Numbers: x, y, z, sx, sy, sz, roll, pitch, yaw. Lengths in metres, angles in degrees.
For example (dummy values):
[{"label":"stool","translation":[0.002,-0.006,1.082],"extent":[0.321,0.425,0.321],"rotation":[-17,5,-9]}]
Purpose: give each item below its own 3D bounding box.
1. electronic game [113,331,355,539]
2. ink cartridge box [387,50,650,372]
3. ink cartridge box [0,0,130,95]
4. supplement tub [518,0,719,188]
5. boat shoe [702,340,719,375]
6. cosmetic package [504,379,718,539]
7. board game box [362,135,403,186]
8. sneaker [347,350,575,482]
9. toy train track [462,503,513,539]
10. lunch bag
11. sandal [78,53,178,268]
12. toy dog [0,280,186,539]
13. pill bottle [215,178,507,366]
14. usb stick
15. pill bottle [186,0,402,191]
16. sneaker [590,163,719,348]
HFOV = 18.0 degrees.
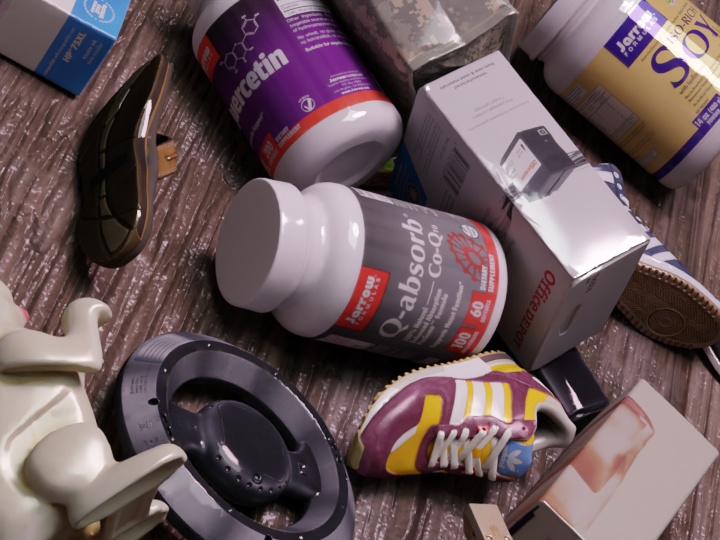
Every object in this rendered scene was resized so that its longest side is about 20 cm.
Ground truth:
[{"label":"electronic game","translation":[-0.083,0.125,1.543],"extent":[0.199,0.042,0.201],"rotation":[32,33,-24]},{"label":"ink cartridge box","translation":[0.120,-0.045,1.771],"extent":[0.083,0.145,0.200],"rotation":[-27,68,-25]},{"label":"ink cartridge box","translation":[-0.273,-0.233,1.716],"extent":[0.199,0.067,0.117],"rotation":[29,38,-16]},{"label":"supplement tub","translation":[0.259,-0.188,2.081],"extent":[0.200,0.146,0.146],"rotation":[40,37,-2]},{"label":"boat shoe","translation":[0.375,0.102,1.961],"extent":[0.200,0.060,0.074],"rotation":[48,38,9]},{"label":"cosmetic package","translation":[0.172,0.176,1.671],"extent":[0.087,0.103,0.200],"rotation":[45,35,4]},{"label":"board game box","translation":[-0.007,-0.154,1.909],"extent":[0.095,0.030,0.201],"rotation":[2,54,-41]},{"label":"sneaker","translation":[0.077,0.117,1.651],"extent":[0.090,0.075,0.199],"rotation":[38,36,27]},{"label":"toy train track","translation":[0.108,0.237,1.474],"extent":[0.114,0.033,0.201],"rotation":[5,41,-30]},{"label":"lunch bag","translation":[0.040,-0.204,1.836],"extent":[0.117,0.200,0.164],"rotation":[-30,73,-11]},{"label":"sandal","translation":[-0.160,-0.074,1.652],"extent":[0.055,0.082,0.201],"rotation":[37,32,-33]},{"label":"toy dog","translation":[-0.227,0.092,1.396],"extent":[0.193,0.140,0.200],"rotation":[-31,74,-14]},{"label":"pill bottle","translation":[0.000,0.000,1.684],"extent":[0.199,0.116,0.116],"rotation":[13,45,-32]},{"label":"usb stick","translation":[0.132,0.042,1.830],"extent":[0.055,0.033,0.201],"rotation":[-14,63,-37]},{"label":"pill bottle","translation":[-0.059,-0.158,1.794],"extent":[0.112,0.113,0.201],"rotation":[-9,59,-46]},{"label":"sneaker","translation":[0.233,-0.018,1.949],"extent":[0.199,0.070,0.109],"rotation":[29,40,-11]}]
